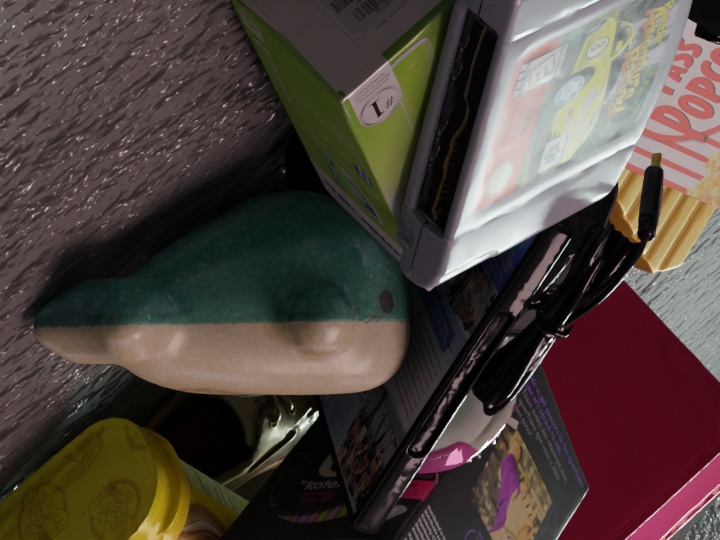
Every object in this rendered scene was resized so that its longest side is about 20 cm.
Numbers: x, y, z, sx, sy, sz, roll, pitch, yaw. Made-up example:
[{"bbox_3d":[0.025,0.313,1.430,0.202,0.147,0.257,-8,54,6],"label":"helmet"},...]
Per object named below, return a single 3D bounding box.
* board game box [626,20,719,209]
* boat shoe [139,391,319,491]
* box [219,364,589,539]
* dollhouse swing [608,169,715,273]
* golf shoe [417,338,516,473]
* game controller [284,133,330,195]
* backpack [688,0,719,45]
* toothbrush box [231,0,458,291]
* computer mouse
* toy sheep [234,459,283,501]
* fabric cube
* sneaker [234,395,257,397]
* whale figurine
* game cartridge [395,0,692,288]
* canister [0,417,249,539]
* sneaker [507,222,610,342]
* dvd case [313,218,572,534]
[{"bbox_3d":[0.194,-0.116,1.434,0.200,0.046,0.152,19,120,-39],"label":"board game box"},{"bbox_3d":[-0.067,0.085,1.554,0.200,0.074,0.066,-42,170,-6],"label":"boat shoe"},{"bbox_3d":[0.025,0.140,1.478,0.122,0.106,0.200,-6,-151,34],"label":"box"},{"bbox_3d":[0.247,-0.098,1.546,0.200,0.181,0.176,58,44,-51],"label":"dollhouse swing"},{"bbox_3d":[0.047,0.025,1.447,0.075,0.092,0.200,-8,-145,21],"label":"golf shoe"},{"bbox_3d":[0.028,-0.076,1.426,0.104,0.042,0.200,-47,164,15],"label":"game controller"},{"bbox_3d":[0.192,-0.224,1.241,0.200,0.163,0.154,-44,152,-25],"label":"backpack"},{"bbox_3d":[0.040,-0.102,1.230,0.146,0.086,0.200,-41,154,-8],"label":"toothbrush box"},{"bbox_3d":[0.107,-0.025,1.371,0.140,0.046,0.200,-49,-171,32],"label":"computer mouse"},{"bbox_3d":[-0.036,0.128,1.649,0.200,0.138,0.138,-44,171,-48],"label":"toy sheep"},{"bbox_3d":[0.154,0.124,1.992,0.196,0.199,0.200,-40,165,-7],"label":"fabric cube"},{"bbox_3d":[0.000,0.000,1.501,0.200,0.071,0.080,-33,166,-30],"label":"sneaker"},{"bbox_3d":[-0.066,0.010,1.327,0.200,0.104,0.159,3,177,-42],"label":"whale figurine"},{"bbox_3d":[0.087,-0.088,1.184,0.133,0.041,0.200,-32,151,-34],"label":"game cartridge"},{"bbox_3d":[-0.110,0.182,1.506,0.148,0.087,0.200,-41,137,12],"label":"canister"},{"bbox_3d":[0.112,0.008,1.801,0.200,0.075,0.106,-48,167,20],"label":"sneaker"},{"bbox_3d":[0.037,0.020,1.378,0.018,0.143,0.200,21,115,-24],"label":"dvd case"}]
